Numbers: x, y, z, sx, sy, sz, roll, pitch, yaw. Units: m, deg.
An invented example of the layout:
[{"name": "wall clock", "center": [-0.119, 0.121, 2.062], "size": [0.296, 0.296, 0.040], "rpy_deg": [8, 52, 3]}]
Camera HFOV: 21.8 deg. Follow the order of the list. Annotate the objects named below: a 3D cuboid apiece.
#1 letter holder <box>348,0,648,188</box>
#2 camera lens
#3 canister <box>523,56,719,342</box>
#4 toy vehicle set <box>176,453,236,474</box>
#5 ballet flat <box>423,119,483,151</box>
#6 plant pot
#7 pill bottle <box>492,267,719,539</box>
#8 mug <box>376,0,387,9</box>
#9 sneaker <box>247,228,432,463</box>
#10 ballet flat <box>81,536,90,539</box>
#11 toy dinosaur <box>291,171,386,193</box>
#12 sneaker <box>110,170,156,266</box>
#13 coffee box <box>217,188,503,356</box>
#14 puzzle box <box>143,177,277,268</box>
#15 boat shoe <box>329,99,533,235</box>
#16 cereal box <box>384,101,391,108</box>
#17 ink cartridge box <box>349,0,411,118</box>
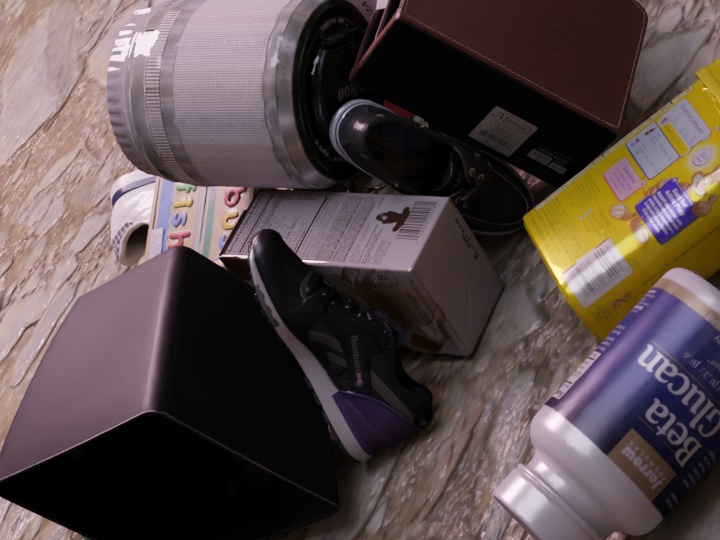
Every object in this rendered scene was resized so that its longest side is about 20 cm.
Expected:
[{"name": "letter holder", "center": [0.113, -0.184, 1.490], "size": [0.101, 0.198, 0.143], "rpy_deg": [-46, 21, 56]}, {"name": "camera lens", "center": [-0.091, -0.149, 1.556], "size": [0.198, 0.160, 0.161], "rpy_deg": [2, 54, 30]}, {"name": "canister", "center": [0.231, -0.050, 1.398], "size": [0.199, 0.087, 0.149], "rpy_deg": [-38, 35, 11]}, {"name": "toy vehicle set", "center": [-0.090, 0.090, 1.622], "size": [0.123, 0.027, 0.201], "rpy_deg": [-17, 43, 33]}, {"name": "ballet flat", "center": [0.077, -0.125, 1.561], "size": [0.063, 0.202, 0.067], "rpy_deg": [-19, 10, -2]}, {"name": "plant pot", "center": [-0.145, 0.103, 1.475], "size": [0.198, 0.199, 0.179], "rpy_deg": [-25, 46, 36]}, {"name": "pill bottle", "center": [0.185, 0.106, 1.258], "size": [0.200, 0.111, 0.111], "rpy_deg": [-47, 35, -4]}, {"name": "mug", "center": [0.136, -0.237, 1.623], "size": [0.174, 0.147, 0.201], "rpy_deg": [23, 82, 42]}, {"name": "sneaker", "center": [-0.011, 0.044, 1.463], "size": [0.087, 0.201, 0.076], "rpy_deg": [-27, 12, 15]}, {"name": "ballet flat", "center": [-0.207, 0.145, 1.651], "size": [0.068, 0.063, 0.201], "rpy_deg": [-13, 45, 35]}, {"name": "toy dinosaur", "center": [-0.031, -0.094, 1.662], "size": [0.198, 0.047, 0.089], "rpy_deg": [21, 94, 28]}, {"name": "sneaker", "center": [-0.147, -0.067, 1.757], "size": [0.198, 0.076, 0.081], "rpy_deg": [-24, 45, 21]}, {"name": "coffee box", "center": [0.000, 0.000, 1.526], "size": [0.198, 0.115, 0.080], "rpy_deg": [4, 53, 38]}, {"name": "puzzle box", "center": [-0.130, -0.091, 1.689], "size": [0.132, 0.025, 0.202], "rpy_deg": [-7, 68, 35]}, {"name": "boat shoe", "center": [0.064, -0.075, 1.495], "size": [0.069, 0.199, 0.057], "rpy_deg": [-64, 28, 4]}, {"name": "cereal box", "center": [-0.007, -0.185, 1.796], "size": [0.143, 0.039, 0.201], "rpy_deg": [-8, 48, 55]}, {"name": "ink cartridge box", "center": [0.019, -0.225, 1.689], "size": [0.044, 0.200, 0.177], "rpy_deg": [4, 57, 46]}]
